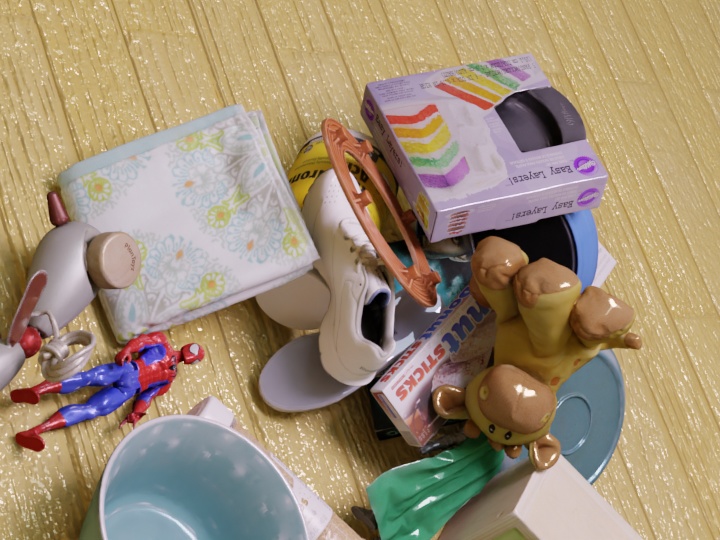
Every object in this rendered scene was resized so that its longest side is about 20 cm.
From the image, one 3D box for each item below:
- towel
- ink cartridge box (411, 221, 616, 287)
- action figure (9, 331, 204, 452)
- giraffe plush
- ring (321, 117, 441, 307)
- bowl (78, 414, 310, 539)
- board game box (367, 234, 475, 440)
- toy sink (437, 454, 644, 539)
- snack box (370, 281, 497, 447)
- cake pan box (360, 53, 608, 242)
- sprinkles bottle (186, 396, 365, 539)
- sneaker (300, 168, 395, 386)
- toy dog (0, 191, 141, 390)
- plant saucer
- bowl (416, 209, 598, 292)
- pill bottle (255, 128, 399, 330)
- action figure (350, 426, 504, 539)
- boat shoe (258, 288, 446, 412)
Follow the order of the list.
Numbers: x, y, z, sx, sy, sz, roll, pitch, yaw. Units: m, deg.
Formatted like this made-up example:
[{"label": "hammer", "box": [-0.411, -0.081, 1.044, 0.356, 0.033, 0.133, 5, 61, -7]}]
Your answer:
[{"label": "towel", "box": [-0.155, -0.046, 1.482, 0.199, 0.048, 0.172, -21, 72, -8]}, {"label": "ink cartridge box", "box": [0.170, -0.031, 1.816, 0.200, 0.083, 0.147, 48, 42, -6]}, {"label": "action figure", "box": [-0.205, 0.097, 1.398, 0.200, 0.052, 0.066, -24, 111, -50]}, {"label": "giraffe plush", "box": [0.151, 0.086, 1.508, 0.172, 0.163, 0.200, 26, -8, 27]}, {"label": "ring", "box": [0.023, -0.056, 1.517, 0.201, 0.019, 0.201, 57, 13, -21]}, {"label": "bowl", "box": [-0.148, 0.228, 1.323, 0.200, 0.105, 0.202, 23, 50, -30]}, {"label": "board game box", "box": [0.065, 0.059, 1.630, 0.028, 0.135, 0.201, 68, 10, -62]}, {"label": "toy sink", "box": [0.187, 0.292, 1.570, 0.200, 0.130, 0.112, 46, 41, -9]}, {"label": "snack box", "box": [0.095, 0.073, 1.557, 0.200, 0.024, 0.072, -46, 112, -25]}, {"label": "cake pan box", "box": [0.124, -0.125, 1.623, 0.199, 0.052, 0.185, -11, 55, -19]}, {"label": "sprinkles bottle", "box": [-0.082, 0.199, 1.433, 0.200, 0.068, 0.068, 44, 41, -10]}, {"label": "sneaker", "box": [0.000, 0.000, 1.488, 0.074, 0.087, 0.201, -5, 77, -29]}, {"label": "toy dog", "box": [-0.271, 0.011, 1.363, 0.097, 0.131, 0.200, 61, 26, -24]}, {"label": "plant saucer", "box": [0.206, 0.154, 1.671, 0.199, 0.027, 0.201, -11, 108, -38]}, {"label": "bowl", "box": [0.148, -0.029, 1.703, 0.201, 0.200, 0.039, 52, 38, 0]}, {"label": "pill bottle", "box": [-0.036, -0.039, 1.610, 0.111, 0.111, 0.200, 37, 43, -17]}, {"label": "action figure", "box": [0.077, 0.196, 1.547, 0.200, 0.055, 0.119, -32, 130, -33]}, {"label": "boat shoe", "box": [-0.008, 0.083, 1.566, 0.199, 0.065, 0.074, -23, 78, -17]}]
